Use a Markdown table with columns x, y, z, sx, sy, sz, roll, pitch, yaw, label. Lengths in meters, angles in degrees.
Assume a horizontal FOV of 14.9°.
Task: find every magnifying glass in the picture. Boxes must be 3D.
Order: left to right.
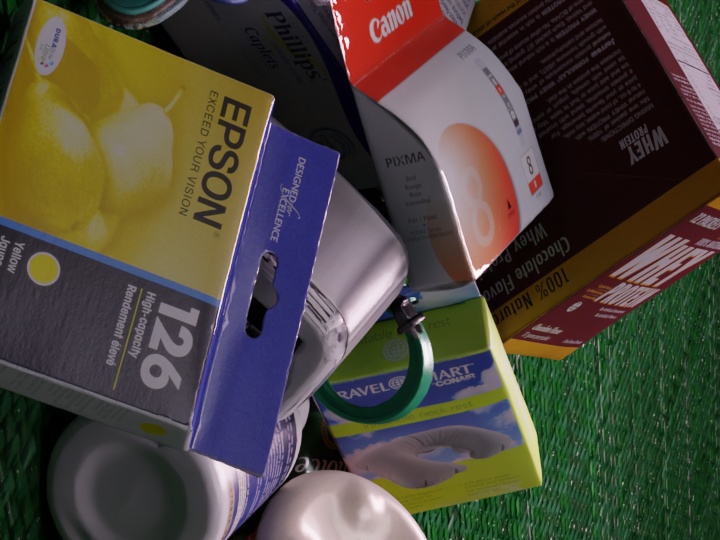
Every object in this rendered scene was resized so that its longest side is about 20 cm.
| x | y | z | sx | sy | sz | roll | pitch | yaw | label |
| --- | --- | --- | --- | --- | --- | --- | --- | --- | --- |
| -0.038 | 0.020 | 1.683 | 0.080 | 0.200 | 0.022 | -59 | 160 | 15 | magnifying glass |

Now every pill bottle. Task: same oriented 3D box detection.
| x | y | z | sx | sy | sz | roll | pitch | yaw | label |
| --- | --- | --- | --- | --- | --- | --- | --- | --- | --- |
| -0.100 | 0.103 | 1.640 | 0.200 | 0.110 | 0.112 | -40 | 133 | -66 | pill bottle |

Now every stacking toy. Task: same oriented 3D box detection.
| x | y | z | sx | sy | sz | roll | pitch | yaw | label |
| --- | --- | --- | --- | --- | --- | --- | --- | --- | --- |
| -0.056 | 0.224 | 1.728 | 0.145 | 0.200 | 0.147 | 22 | 53 | -32 | stacking toy |

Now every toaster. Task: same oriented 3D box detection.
| x | y | z | sx | sy | sz | roll | pitch | yaw | label |
| --- | --- | --- | --- | --- | --- | --- | --- | --- | --- |
| -0.062 | 0.001 | 1.577 | 0.114 | 0.200 | 0.129 | -46 | -176 | 32 | toaster |

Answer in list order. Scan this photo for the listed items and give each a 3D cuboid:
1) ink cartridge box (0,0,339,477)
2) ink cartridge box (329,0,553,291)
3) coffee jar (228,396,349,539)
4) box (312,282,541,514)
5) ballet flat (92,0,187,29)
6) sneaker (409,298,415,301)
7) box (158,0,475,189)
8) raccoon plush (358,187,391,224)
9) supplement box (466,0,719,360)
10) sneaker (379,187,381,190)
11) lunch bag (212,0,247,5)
| x | y | z | sx | sy | sz | roll | pitch | yaw | label |
| --- | --- | --- | --- | --- | --- | --- | --- | --- | --- |
| -0.112 | -0.017 | 1.443 | 0.047 | 0.199 | 0.199 | 142 | -36 | -62 | ink cartridge box |
| 0.052 | -0.108 | 1.669 | 0.162 | 0.050 | 0.201 | -43 | 122 | -60 | ink cartridge box |
| -0.052 | 0.129 | 1.837 | 0.104 | 0.085 | 0.202 | 7 | 89 | -57 | coffee jar |
| 0.040 | 0.085 | 1.765 | 0.200 | 0.121 | 0.048 | 66 | 13 | -53 | box |
| -0.106 | -0.211 | 1.594 | 0.074 | 0.074 | 0.201 | 67 | 36 | -58 | ballet flat |
| -0.004 | 0.117 | 2.023 | 0.140 | 0.077 | 0.201 | 81 | 32 | -65 | sneaker |
| -0.023 | -0.181 | 1.723 | 0.184 | 0.104 | 0.201 | 54 | 41 | -37 | box |
| 0.000 | 0.000 | 1.804 | 0.097 | 0.200 | 0.134 | -49 | 146 | -6 | raccoon plush |
| 0.138 | -0.079 | 1.822 | 0.201 | 0.197 | 0.133 | 61 | 19 | 16 | supplement box |
| -0.002 | -0.012 | 1.945 | 0.200 | 0.074 | 0.087 | -50 | 173 | -6 | sneaker |
| -0.088 | -0.261 | 1.524 | 0.159 | 0.075 | 0.201 | 22 | 67 | -28 | lunch bag |
